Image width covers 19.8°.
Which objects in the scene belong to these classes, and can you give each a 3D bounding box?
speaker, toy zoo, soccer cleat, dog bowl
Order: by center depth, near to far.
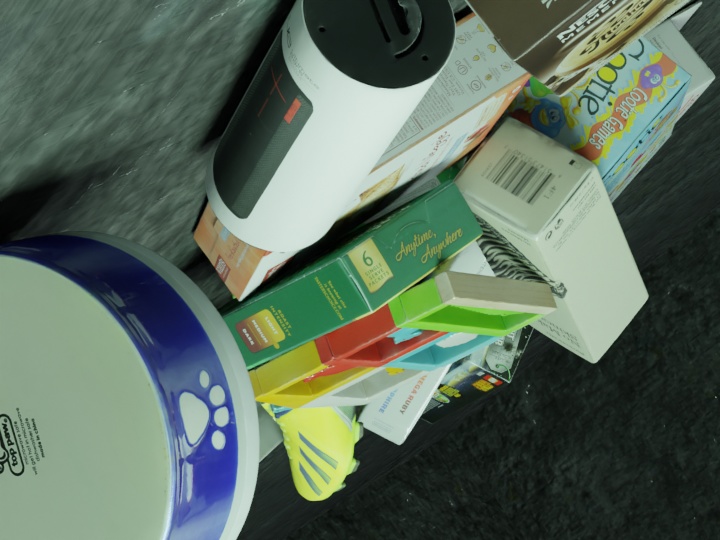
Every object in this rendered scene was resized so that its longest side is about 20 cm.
[{"bbox_3d":[-0.155,0.083,1.034,0.200,0.200,0.079,-41,168,26],"label":"dog bowl"},{"bbox_3d":[-0.019,-0.085,1.071,0.081,0.081,0.200,-32,171,-28],"label":"speaker"},{"bbox_3d":[0.016,0.053,1.362,0.200,0.020,0.131,-28,161,29],"label":"toy zoo"},{"bbox_3d":[-0.038,0.101,1.516,0.084,0.065,0.200,-7,142,-18],"label":"soccer cleat"}]

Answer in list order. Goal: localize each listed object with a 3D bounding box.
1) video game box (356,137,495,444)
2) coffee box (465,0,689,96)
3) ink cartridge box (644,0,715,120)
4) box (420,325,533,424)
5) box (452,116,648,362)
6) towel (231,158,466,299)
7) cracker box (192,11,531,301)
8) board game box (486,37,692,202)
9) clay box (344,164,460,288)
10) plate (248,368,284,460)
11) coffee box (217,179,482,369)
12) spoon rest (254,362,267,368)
[{"bbox_3d":[0.064,0.012,1.601,0.182,0.047,0.200,-57,-171,25],"label":"video game box"},{"bbox_3d":[0.122,-0.169,1.165,0.113,0.080,0.200,-37,171,10],"label":"coffee box"},{"bbox_3d":[0.217,-0.137,1.736,0.200,0.067,0.116,-32,169,-26],"label":"ink cartridge box"},{"bbox_3d":[0.096,0.038,1.616,0.137,0.040,0.200,-65,-172,-18],"label":"box"},{"bbox_3d":[0.132,-0.018,1.415,0.068,0.082,0.200,-51,148,-11],"label":"box"},{"bbox_3d":[-0.007,-0.047,1.502,0.200,0.031,0.149,-32,168,-13],"label":"towel"},{"bbox_3d":[-0.001,-0.071,1.281,0.200,0.058,0.134,-32,172,-20],"label":"cracker box"},{"bbox_3d":[0.159,-0.112,1.478,0.105,0.103,0.200,-49,172,-3],"label":"board game box"},{"bbox_3d":[0.000,0.000,1.520,0.115,0.048,0.200,-26,168,-31],"label":"clay box"},{"bbox_3d":[-0.133,0.125,1.624,0.200,0.032,0.200,-11,-160,38],"label":"plate"},{"bbox_3d":[-0.026,0.013,1.335,0.200,0.044,0.123,-27,-175,46],"label":"coffee box"},{"bbox_3d":[-0.111,0.080,1.548,0.099,0.061,0.200,-41,-175,22],"label":"spoon rest"}]
